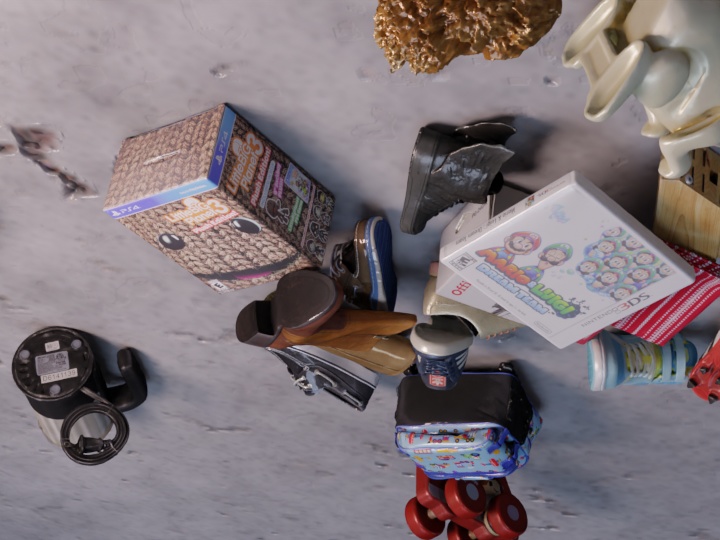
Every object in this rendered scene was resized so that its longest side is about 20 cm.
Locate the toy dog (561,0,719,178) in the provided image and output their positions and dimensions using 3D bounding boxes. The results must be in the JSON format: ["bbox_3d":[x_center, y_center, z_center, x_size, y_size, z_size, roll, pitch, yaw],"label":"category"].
[{"bbox_3d":[0.307,-0.177,1.263,0.200,0.140,0.194,27,110,-24],"label":"toy dog"}]

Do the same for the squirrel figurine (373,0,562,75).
[{"bbox_3d":[0.062,-0.255,1.112,0.186,0.201,0.142,12,156,-21],"label":"squirrel figurine"}]

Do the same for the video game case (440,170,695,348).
[{"bbox_3d":[0.215,-0.006,1.478,0.200,0.024,0.182,35,132,-30],"label":"video game case"}]

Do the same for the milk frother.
[{"bbox_3d":[-0.407,0.214,2.074,0.180,0.201,0.188,3,150,4],"label":"milk frother"}]

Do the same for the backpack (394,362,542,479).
[{"bbox_3d":[0.156,0.223,1.976,0.182,0.135,0.200,-3,150,24],"label":"backpack"}]

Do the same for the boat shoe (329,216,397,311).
[{"bbox_3d":[0.000,0.000,1.700,0.072,0.072,0.200,7,150,9],"label":"boat shoe"}]

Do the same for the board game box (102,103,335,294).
[{"bbox_3d":[-0.155,-0.074,1.596,0.159,0.097,0.200,-14,143,36],"label":"board game box"}]

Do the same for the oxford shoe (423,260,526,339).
[{"bbox_3d":[0.165,0.051,1.713,0.199,0.074,0.071,19,177,-13],"label":"oxford shoe"}]

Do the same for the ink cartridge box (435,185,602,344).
[{"bbox_3d":[0.202,-0.005,1.614,0.199,0.084,0.145,18,149,-14],"label":"ink cartridge box"}]

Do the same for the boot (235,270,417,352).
[{"bbox_3d":[-0.016,0.059,1.664,0.199,0.069,0.188,9,150,-34],"label":"boot"}]

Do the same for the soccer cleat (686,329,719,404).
[{"bbox_3d":[0.461,0.078,1.703,0.069,0.085,0.200,39,130,15],"label":"soccer cleat"}]

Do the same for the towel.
[{"bbox_3d":[0.283,0.012,1.528,0.199,0.023,0.145,21,138,-17],"label":"towel"}]

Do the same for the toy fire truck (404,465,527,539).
[{"bbox_3d":[0.158,0.319,2.107,0.200,0.168,0.112,30,134,-29],"label":"toy fire truck"}]

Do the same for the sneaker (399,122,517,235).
[{"bbox_3d":[0.103,-0.092,1.520,0.104,0.060,0.200,13,147,4],"label":"sneaker"}]

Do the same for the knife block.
[{"bbox_3d":[0.334,-0.051,1.514,0.200,0.064,0.175,28,145,-28],"label":"knife block"}]

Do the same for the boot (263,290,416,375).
[{"bbox_3d":[-0.016,0.073,1.835,0.199,0.066,0.175,23,167,-18],"label":"boot"}]

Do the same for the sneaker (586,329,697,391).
[{"bbox_3d":[0.342,0.104,1.729,0.130,0.080,0.200,-3,179,14],"label":"sneaker"}]

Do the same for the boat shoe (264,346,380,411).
[{"bbox_3d":[-0.064,0.137,1.947,0.200,0.068,0.072,29,169,-33],"label":"boat shoe"}]

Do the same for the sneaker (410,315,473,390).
[{"bbox_3d":[0.099,0.109,1.754,0.075,0.085,0.200,12,-175,11],"label":"sneaker"}]
